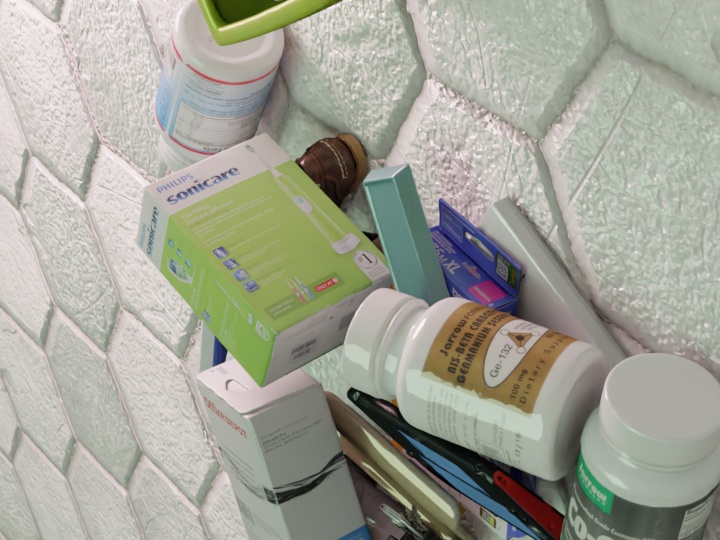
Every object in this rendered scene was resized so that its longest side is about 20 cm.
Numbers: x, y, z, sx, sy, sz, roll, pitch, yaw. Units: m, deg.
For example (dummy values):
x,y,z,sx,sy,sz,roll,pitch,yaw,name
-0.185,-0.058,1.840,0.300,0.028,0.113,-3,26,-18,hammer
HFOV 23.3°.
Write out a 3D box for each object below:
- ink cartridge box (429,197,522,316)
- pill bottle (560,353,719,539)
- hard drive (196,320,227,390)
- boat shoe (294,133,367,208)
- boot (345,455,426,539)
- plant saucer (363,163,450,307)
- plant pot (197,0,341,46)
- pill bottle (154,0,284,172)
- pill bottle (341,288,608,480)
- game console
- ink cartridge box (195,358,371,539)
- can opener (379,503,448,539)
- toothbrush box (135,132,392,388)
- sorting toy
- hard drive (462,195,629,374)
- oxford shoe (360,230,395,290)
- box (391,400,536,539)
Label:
x,y,z,sx,sy,sz,roll,pitch,yaw,name
0.085,0.048,1.544,0.119,0.042,0.201,45,143,38,ink cartridge box
0.225,0.168,1.380,0.113,0.113,0.201,42,144,35,pill bottle
-0.150,0.016,1.890,0.132,0.025,0.201,-81,-1,-49,hard drive
-0.056,-0.065,1.717,0.070,0.070,0.200,52,150,17,boat shoe
-0.023,0.242,1.806,0.200,0.131,0.070,37,99,49,boot
0.049,0.007,1.519,0.070,0.019,0.201,-4,106,62,plant saucer
-0.037,-0.309,1.380,0.199,0.181,0.201,-7,105,60,plant pot
-0.147,-0.179,1.739,0.109,0.108,0.200,54,150,19,pill bottle
0.091,0.086,1.425,0.199,0.114,0.115,19,131,26,pill bottle
0.093,0.178,1.521,0.200,0.031,0.177,27,171,45,game console
-0.072,0.189,1.661,0.145,0.084,0.201,26,136,62,ink cartridge box
0.063,0.283,1.710,0.053,0.067,0.200,34,172,36,can opener
-0.088,-0.013,1.597,0.200,0.145,0.086,47,144,23,toothbrush box
0.039,0.195,1.706,0.185,0.036,0.200,40,171,17,sorting toy
0.156,0.051,1.496,0.200,0.026,0.132,55,150,18,hard drive
0.000,0.000,1.686,0.200,0.071,0.073,-18,86,53,oxford shoe
0.104,0.166,1.660,0.200,0.041,0.119,36,140,38,box
